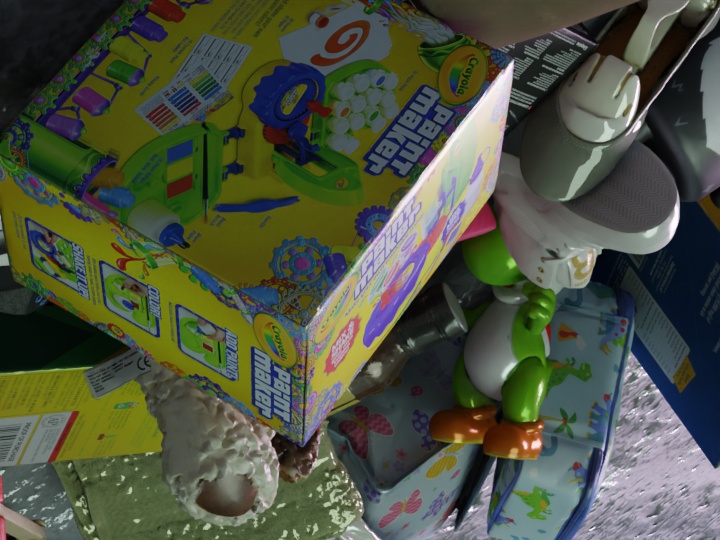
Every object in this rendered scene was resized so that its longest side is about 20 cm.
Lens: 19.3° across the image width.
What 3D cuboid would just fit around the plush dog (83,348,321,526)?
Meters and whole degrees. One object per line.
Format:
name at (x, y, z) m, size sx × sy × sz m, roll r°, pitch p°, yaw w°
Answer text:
plush dog at (-0.057, 0.041, 1.297) m, size 0.172 × 0.160 × 0.200 m, roll 10°, pitch 111°, yaw -56°

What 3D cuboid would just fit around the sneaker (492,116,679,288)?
sneaker at (0.152, -0.032, 1.406) m, size 0.074 × 0.200 × 0.116 m, roll -31°, pitch 125°, yaw -16°

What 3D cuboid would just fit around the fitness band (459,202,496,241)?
fitness band at (0.000, 0.000, 1.445) m, size 0.200 × 0.038 × 0.144 m, roll -23°, pitch 175°, yaw -20°

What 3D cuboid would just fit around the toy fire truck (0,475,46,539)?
toy fire truck at (-0.267, 0.189, 1.452) m, size 0.141 × 0.049 × 0.200 m, roll -17°, pitch 158°, yaw 22°

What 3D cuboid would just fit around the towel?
towel at (-0.110, 0.146, 1.503) m, size 0.199 × 0.037 × 0.149 m, roll -19°, pitch 109°, yaw 5°

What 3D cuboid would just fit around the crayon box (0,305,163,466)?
crayon box at (-0.165, 0.073, 1.380) m, size 0.199 × 0.051 × 0.127 m, roll -2°, pitch 147°, yaw -28°

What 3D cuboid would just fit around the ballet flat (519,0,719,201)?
ballet flat at (0.166, -0.132, 1.342) m, size 0.200 × 0.067 × 0.064 m, roll -52°, pitch 169°, yaw -20°

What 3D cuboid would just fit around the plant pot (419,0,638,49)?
plant pot at (0.104, -0.206, 1.126) m, size 0.174 × 0.201 × 0.200 m, roll -32°, pitch 154°, yaw 17°

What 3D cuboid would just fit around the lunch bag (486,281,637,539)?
lunch bag at (0.156, 0.114, 1.682) m, size 0.082 × 0.200 × 0.161 m, roll 15°, pitch 150°, yaw -2°

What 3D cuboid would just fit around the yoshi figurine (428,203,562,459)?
yoshi figurine at (0.099, 0.033, 1.545) m, size 0.112 × 0.201 × 0.112 m, roll 11°, pitch -179°, yaw -3°

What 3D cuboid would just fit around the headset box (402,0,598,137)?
headset box at (0.026, -0.111, 1.308) m, size 0.200 × 0.077 × 0.149 m, roll -44°, pitch 150°, yaw 21°

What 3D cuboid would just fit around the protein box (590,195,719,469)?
protein box at (0.303, 0.007, 1.660) m, size 0.135 × 0.200 × 0.199 m, roll -20°, pitch 150°, yaw -25°

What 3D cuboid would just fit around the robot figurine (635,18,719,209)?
robot figurine at (0.240, -0.126, 1.454) m, size 0.200 × 0.125 × 0.150 m, roll -35°, pitch 158°, yaw -7°

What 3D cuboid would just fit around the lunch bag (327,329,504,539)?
lunch bag at (0.042, 0.140, 1.683) m, size 0.200 × 0.127 × 0.170 m, roll -31°, pitch 156°, yaw -34°

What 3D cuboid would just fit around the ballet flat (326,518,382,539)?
ballet flat at (-0.020, 0.211, 1.575) m, size 0.069 × 0.069 × 0.200 m, roll -40°, pitch 118°, yaw 12°

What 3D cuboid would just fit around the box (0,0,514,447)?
box at (-0.054, -0.053, 1.114) m, size 0.200 × 0.192 × 0.122 m, roll -52°, pitch 161°, yaw -29°

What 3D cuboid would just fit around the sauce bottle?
sauce bottle at (-0.019, 0.069, 1.527) m, size 0.200 × 0.065 × 0.065 m, roll -25°, pitch 154°, yaw 10°

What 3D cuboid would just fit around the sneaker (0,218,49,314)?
sneaker at (-0.158, -0.028, 1.232) m, size 0.199 × 0.073 × 0.112 m, roll -4°, pitch 147°, yaw -12°
